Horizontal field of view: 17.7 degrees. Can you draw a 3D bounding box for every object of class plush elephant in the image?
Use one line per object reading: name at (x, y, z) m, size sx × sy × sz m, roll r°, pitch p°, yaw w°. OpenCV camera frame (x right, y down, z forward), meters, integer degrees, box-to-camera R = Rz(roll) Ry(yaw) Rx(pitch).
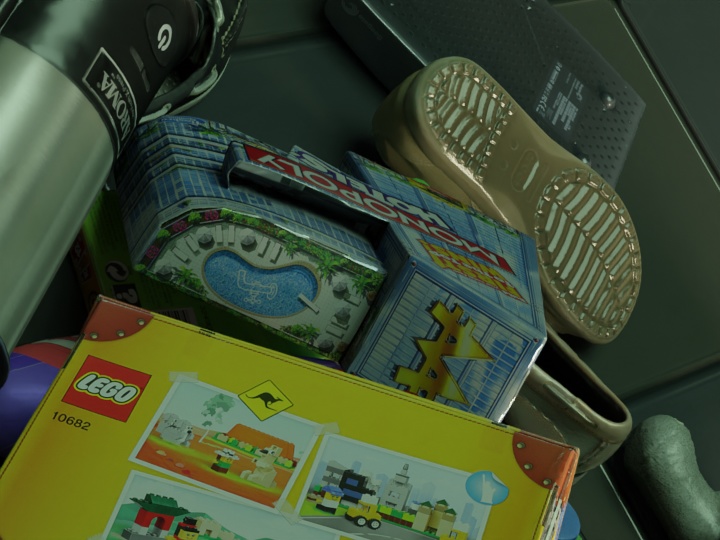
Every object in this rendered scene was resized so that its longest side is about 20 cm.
plush elephant at (0.262, 0.145, 1.204) m, size 0.155 × 0.165 × 0.200 m, roll -29°, pitch 101°, yaw -11°

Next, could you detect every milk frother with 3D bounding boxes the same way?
milk frother at (-0.203, -0.075, 0.951) m, size 0.181 × 0.200 × 0.188 m, roll 55°, pitch 48°, yaw -38°

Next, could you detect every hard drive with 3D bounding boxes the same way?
hard drive at (0.070, -0.119, 1.312) m, size 0.200 × 0.042 × 0.135 m, roll 42°, pitch 40°, yaw -14°

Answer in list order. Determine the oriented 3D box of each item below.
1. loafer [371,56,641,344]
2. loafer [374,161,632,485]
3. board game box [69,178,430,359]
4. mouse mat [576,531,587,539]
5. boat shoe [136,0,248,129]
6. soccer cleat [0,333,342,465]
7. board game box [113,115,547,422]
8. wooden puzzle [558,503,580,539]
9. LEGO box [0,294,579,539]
loafer at (0.079, -0.038, 1.240) m, size 0.200 × 0.068 × 0.076 m, roll 50°, pitch 63°, yaw -28°
loafer at (0.064, 0.019, 1.182) m, size 0.200 × 0.063 × 0.072 m, roll 51°, pitch 42°, yaw 2°
board game box at (-0.038, 0.005, 1.097) m, size 0.200 × 0.030 × 0.096 m, roll -5°, pitch 65°, yaw -31°
mouse mat at (0.074, 0.192, 1.112) m, size 0.200 × 0.008 × 0.161 m, roll -23°, pitch 79°, yaw -49°
boat shoe at (-0.099, -0.114, 1.125) m, size 0.074 × 0.060 × 0.200 m, roll 49°, pitch 39°, yaw -5°
soccer cleat at (-0.068, 0.058, 0.987) m, size 0.200 × 0.073 × 0.068 m, roll 8°, pitch 71°, yaw -21°
board game box at (0.000, 0.000, 0.995) m, size 0.200 × 0.062 × 0.200 m, roll 25°, pitch 12°, yaw -17°
wooden puzzle at (0.071, 0.147, 1.028) m, size 0.200 × 0.046 × 0.185 m, roll 38°, pitch 24°, yaw 28°
LEGO box at (-0.036, 0.110, 0.865) m, size 0.200 × 0.077 × 0.149 m, roll 18°, pitch 45°, yaw 9°
